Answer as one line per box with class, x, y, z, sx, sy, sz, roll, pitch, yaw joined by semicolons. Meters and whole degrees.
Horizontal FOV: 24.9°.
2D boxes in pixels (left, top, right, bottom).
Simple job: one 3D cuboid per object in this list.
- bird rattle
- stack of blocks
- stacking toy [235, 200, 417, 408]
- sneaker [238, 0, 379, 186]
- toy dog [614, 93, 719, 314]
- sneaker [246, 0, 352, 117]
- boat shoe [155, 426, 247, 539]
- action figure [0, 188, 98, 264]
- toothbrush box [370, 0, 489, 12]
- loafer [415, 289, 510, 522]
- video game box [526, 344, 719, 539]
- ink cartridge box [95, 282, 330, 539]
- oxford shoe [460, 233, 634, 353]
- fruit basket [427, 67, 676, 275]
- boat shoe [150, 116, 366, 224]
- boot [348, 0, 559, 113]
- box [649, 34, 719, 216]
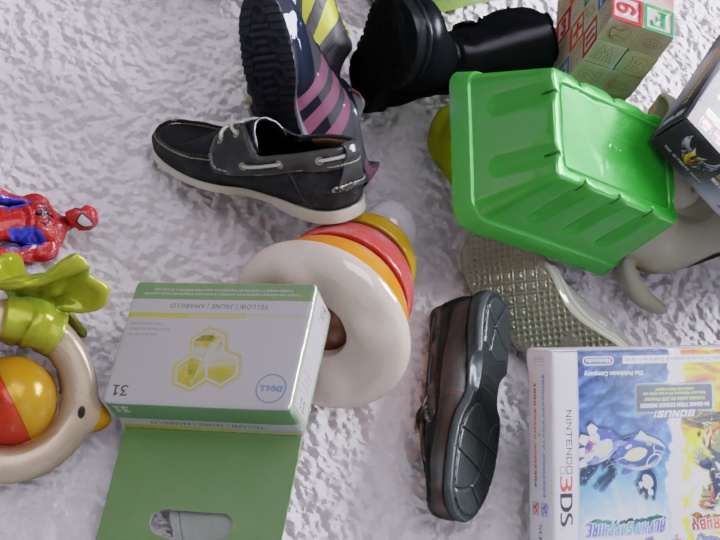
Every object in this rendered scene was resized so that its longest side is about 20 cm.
bird rattle;-0.262;0.072;1.148;0.199;0.113;0.164;-29;91;-29
stack of blocks;0.202;-0.194;1.422;0.058;0.200;0.116;15;55;-13
stacking toy;0.000;0.000;1.290;0.146;0.146;0.200;36;40;1
sneaker;-0.040;-0.147;1.330;0.070;0.201;0.082;16;40;44
toy dog;0.322;-0.054;1.433;0.199;0.140;0.195;10;71;-16
sneaker;-0.049;-0.216;1.402;0.084;0.074;0.201;7;85;-33
boat shoe;-0.107;0.139;1.192;0.075;0.060;0.201;-9;56;12
action figure;-0.294;-0.032;1.224;0.199;0.052;0.066;-5;60;-27
toothbrush box;0.083;-0.328;1.522;0.199;0.086;0.146;-19;70;-29
loafer;0.074;0.109;1.291;0.072;0.063;0.201;50;43;-43
video game box;0.227;0.151;1.284;0.199;0.047;0.183;0;91;-22
ink cartridge box;-0.110;0.104;1.150;0.145;0.048;0.201;1;57;18
oxford shoe;0.162;0.042;1.362;0.200;0.075;0.058;43;13;15
fruit basket;0.133;-0.085;1.351;0.214;0.216;0.156;6;71;-19
boat shoe;-0.082;-0.096;1.290;0.199;0.068;0.072;17;39;30
boot;0.089;-0.194;1.370;0.167;0.200;0.077;-14;82;-14
box;0.350;-0.092;1.358;0.200;0.048;0.159;46;53;-9
